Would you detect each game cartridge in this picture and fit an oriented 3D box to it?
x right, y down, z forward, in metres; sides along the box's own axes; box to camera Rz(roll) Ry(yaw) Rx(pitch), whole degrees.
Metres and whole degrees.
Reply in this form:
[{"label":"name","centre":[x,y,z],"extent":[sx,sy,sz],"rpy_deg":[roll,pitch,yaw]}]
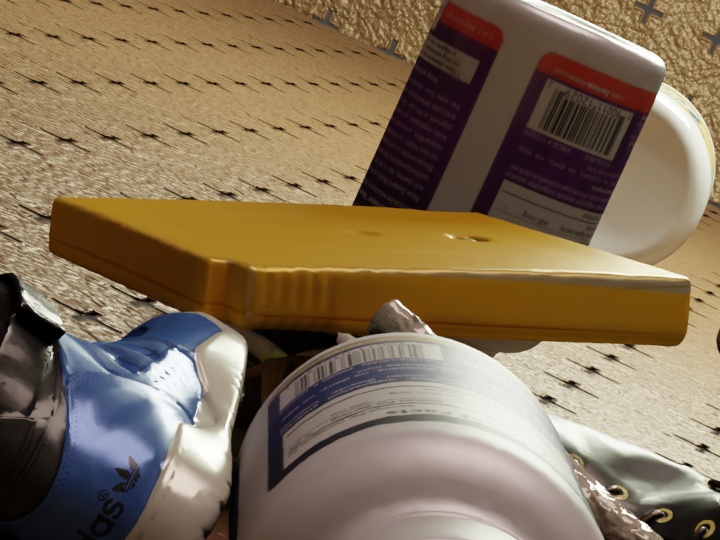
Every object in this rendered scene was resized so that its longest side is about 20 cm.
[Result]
[{"label":"game cartridge","centre":[0.000,0.000,1.125],"extent":[0.199,0.033,0.176],"rpy_deg":[1,9,-26]}]

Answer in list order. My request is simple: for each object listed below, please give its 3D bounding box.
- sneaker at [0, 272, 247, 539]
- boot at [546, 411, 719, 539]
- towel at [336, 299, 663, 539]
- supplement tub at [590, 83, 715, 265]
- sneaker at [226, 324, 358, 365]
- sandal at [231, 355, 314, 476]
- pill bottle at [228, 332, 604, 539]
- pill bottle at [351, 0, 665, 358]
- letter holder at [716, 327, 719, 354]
[{"label":"sneaker","centre":[-0.102,0.037,0.942],"extent":[0.111,0.077,0.200],"rpy_deg":[32,14,-10]},{"label":"boot","centre":[0.098,0.100,1.121],"extent":[0.150,0.073,0.200],"rpy_deg":[23,5,-11]},{"label":"towel","centre":[0.073,0.092,0.997],"extent":[0.200,0.034,0.133],"rpy_deg":[42,-5,13]},{"label":"supplement tub","centre":[0.201,-0.078,2.224],"extent":[0.144,0.145,0.200],"rpy_deg":[25,9,5]},{"label":"sneaker","centre":[-0.016,0.015,1.290],"extent":[0.072,0.083,0.200],"rpy_deg":[20,10,-28]},{"label":"sandal","centre":[-0.012,0.065,1.095],"extent":[0.080,0.054,0.200],"rpy_deg":[17,11,-38]},{"label":"pill bottle","centre":[0.016,0.090,0.832],"extent":[0.111,0.111,0.200],"rpy_deg":[23,9,-6]},{"label":"pill bottle","centre":[0.056,-0.030,1.362],"extent":[0.111,0.200,0.111],"rpy_deg":[24,8,-4]},{"label":"letter holder","centre":[0.204,0.100,1.288],"extent":[0.142,0.101,0.200],"rpy_deg":[27,9,2]}]
